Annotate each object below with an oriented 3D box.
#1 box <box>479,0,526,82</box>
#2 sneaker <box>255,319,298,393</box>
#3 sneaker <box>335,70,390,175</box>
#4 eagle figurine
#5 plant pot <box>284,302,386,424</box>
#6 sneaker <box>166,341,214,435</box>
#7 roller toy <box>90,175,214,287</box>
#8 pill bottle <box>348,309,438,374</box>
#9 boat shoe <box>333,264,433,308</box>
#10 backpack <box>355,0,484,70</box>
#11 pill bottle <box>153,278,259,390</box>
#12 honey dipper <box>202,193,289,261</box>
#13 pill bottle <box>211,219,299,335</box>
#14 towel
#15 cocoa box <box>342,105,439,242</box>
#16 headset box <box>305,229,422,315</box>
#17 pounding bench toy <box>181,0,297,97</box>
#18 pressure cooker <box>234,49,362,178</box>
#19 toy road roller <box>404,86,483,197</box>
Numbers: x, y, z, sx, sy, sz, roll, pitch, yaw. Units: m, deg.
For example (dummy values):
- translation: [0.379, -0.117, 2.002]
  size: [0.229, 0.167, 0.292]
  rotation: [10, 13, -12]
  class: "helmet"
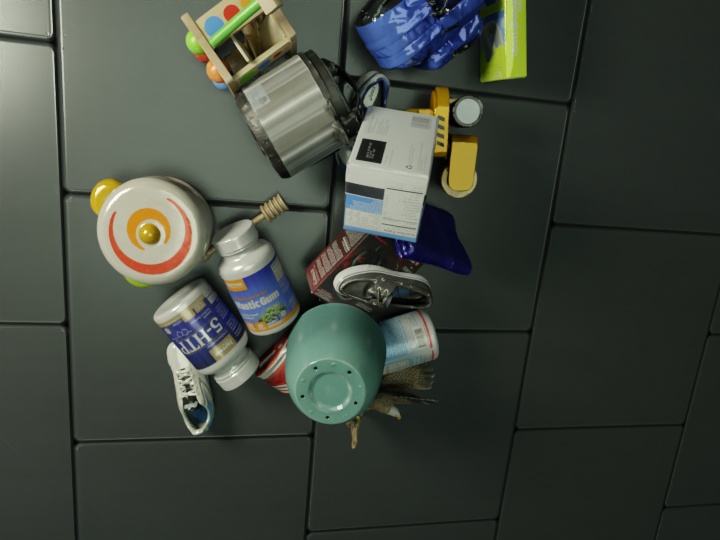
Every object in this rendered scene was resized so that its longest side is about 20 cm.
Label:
- translation: [0.262, -0.459, 1.015]
  size: [0.047, 0.122, 0.203]
  rotation: [-7, 106, -8]
  class: "box"
- translation: [-0.113, 0.176, 1.140]
  size: [0.199, 0.079, 0.116]
  rotation: [-39, 118, 13]
  class: "sneaker"
- translation: [0.003, -0.272, 1.028]
  size: [0.074, 0.088, 0.203]
  rotation: [9, 104, -16]
  class: "sneaker"
- translation: [0.056, 0.262, 1.159]
  size: [0.199, 0.153, 0.150]
  rotation: [-37, 147, 17]
  class: "eagle figurine"
- translation: [-0.048, 0.183, 1.005]
  size: [0.197, 0.161, 0.204]
  rotation: [0, 107, 1]
  class: "plant pot"
- translation: [-0.339, 0.234, 1.098]
  size: [0.071, 0.073, 0.203]
  rotation: [-14, 106, -6]
  class: "sneaker"
- translation: [-0.358, -0.075, 0.966]
  size: [0.180, 0.140, 0.203]
  rotation: [-15, 102, -4]
  class: "roller toy"
- translation: [0.055, 0.158, 1.143]
  size: [0.197, 0.109, 0.110]
  rotation: [-15, 108, -8]
  class: "pill bottle"
- translation: [0.048, 0.042, 1.024]
  size: [0.197, 0.067, 0.070]
  rotation: [10, 124, -25]
  class: "boat shoe"
- translation: [0.103, -0.437, 0.966]
  size: [0.199, 0.163, 0.169]
  rotation: [-36, 113, -2]
  class: "backpack"
- translation: [-0.288, 0.128, 1.055]
  size: [0.119, 0.120, 0.201]
  rotation: [-35, 109, -1]
  class: "pill bottle"
- translation: [-0.228, -0.077, 1.060]
  size: [0.199, 0.038, 0.038]
  rotation: [-34, 109, 3]
  class: "honey dipper"
- translation: [-0.200, 0.012, 1.033]
  size: [0.111, 0.112, 0.202]
  rotation: [-25, 118, -5]
  class: "pill bottle"
- translation: [0.127, -0.068, 1.058]
  size: [0.049, 0.149, 0.199]
  rotation: [-35, 147, 32]
  class: "towel"
- translation: [0.052, -0.167, 0.931]
  size: [0.131, 0.201, 0.132]
  rotation: [10, 133, 4]
  class: "cocoa box"
- translation: [0.000, 0.000, 1.069]
  size: [0.148, 0.075, 0.200]
  rotation: [33, 112, -35]
  class: "headset box"
- translation: [-0.201, -0.383, 0.885]
  size: [0.155, 0.200, 0.125]
  rotation: [-36, 100, -1]
  class: "pounding bench toy"
- translation: [-0.096, -0.277, 0.955]
  size: [0.199, 0.179, 0.177]
  rotation: [-32, 104, -1]
  class: "pressure cooker"
- translation: [0.151, -0.247, 1.055]
  size: [0.144, 0.123, 0.203]
  rotation: [2, 104, 2]
  class: "toy road roller"
